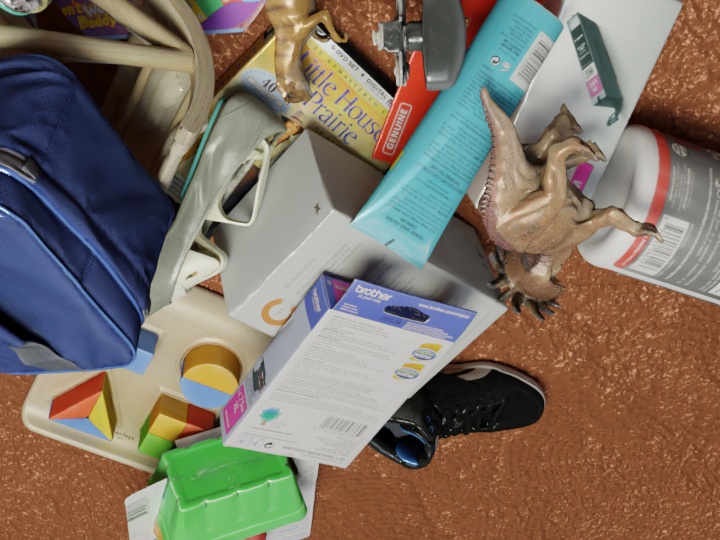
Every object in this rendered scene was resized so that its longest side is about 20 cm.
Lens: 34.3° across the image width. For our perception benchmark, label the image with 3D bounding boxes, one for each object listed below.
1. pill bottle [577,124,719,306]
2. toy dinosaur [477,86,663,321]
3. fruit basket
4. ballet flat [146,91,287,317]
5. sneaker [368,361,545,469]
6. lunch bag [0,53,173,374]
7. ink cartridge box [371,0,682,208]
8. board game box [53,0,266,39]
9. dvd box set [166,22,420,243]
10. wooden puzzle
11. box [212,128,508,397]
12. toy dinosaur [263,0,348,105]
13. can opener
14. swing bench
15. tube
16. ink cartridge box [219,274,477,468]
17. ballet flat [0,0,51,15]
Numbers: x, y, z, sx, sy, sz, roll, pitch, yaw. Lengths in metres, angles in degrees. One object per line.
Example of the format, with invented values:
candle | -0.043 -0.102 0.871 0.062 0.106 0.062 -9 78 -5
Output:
pill bottle | 0.283 -0.035 0.944 0.197 0.117 0.117 17 121 -15
toy dinosaur | 0.123 -0.037 0.843 0.135 0.087 0.200 -37 134 15
fruit basket | -0.127 0.224 1.084 0.182 0.095 0.201 -15 150 -17
ballet flat | -0.117 -0.034 0.872 0.063 0.067 0.202 28 95 -1
sneaker | 0.078 0.136 1.042 0.196 0.113 0.074 11 123 -11
lunch bag | -0.213 -0.024 0.712 0.134 0.134 0.201 -9 143 21
ink cartridge box | 0.123 -0.142 0.883 0.171 0.044 0.203 15 112 -20
board game box | -0.150 -0.234 0.788 0.196 0.039 0.161 1 113 15
dvd box set | -0.064 -0.096 0.929 0.199 0.030 0.146 -40 117 20
wooden puzzle | -0.187 0.100 1.038 0.183 0.047 0.201 23 118 -18
box | 0.000 0.000 0.928 0.199 0.098 0.124 28 120 -37
toy dinosaur | -0.050 -0.216 0.813 0.104 0.060 0.203 -16 106 -5
can opener | 0.036 -0.226 0.801 0.065 0.053 0.204 -4 100 2
swing bench | -0.216 -0.117 0.811 0.197 0.131 0.199 20 143 -18
tube | 0.072 -0.101 0.832 0.077 0.050 0.202 29 96 -31
ink cartridge box | -0.013 0.073 0.896 0.118 0.042 0.200 16 131 -31
ballet flat | -0.205 -0.257 0.715 0.071 0.204 0.072 -7 158 -3
